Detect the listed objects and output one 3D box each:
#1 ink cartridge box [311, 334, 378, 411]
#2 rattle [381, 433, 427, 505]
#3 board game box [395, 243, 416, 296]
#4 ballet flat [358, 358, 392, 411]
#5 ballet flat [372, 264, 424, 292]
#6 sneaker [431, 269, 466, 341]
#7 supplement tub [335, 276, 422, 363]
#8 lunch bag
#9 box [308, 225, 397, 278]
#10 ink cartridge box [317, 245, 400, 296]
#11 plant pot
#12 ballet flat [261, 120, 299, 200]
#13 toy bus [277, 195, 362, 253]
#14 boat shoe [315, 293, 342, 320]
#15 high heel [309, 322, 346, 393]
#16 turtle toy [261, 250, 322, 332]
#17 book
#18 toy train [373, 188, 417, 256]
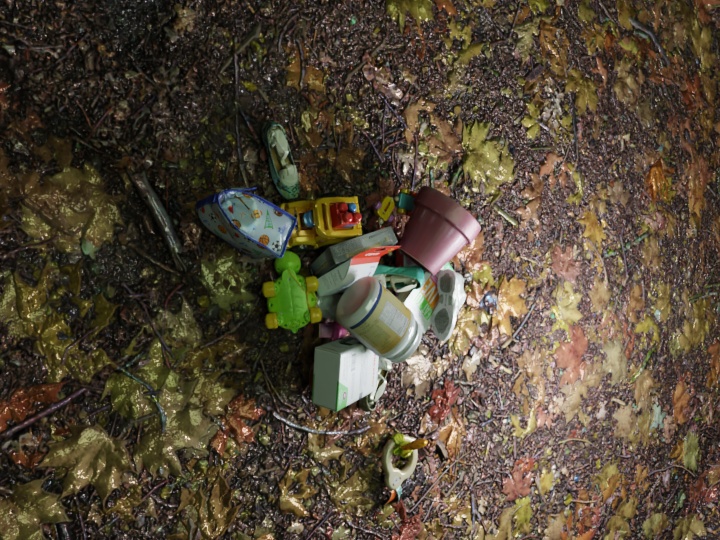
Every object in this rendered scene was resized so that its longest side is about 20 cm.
[{"bbox_3d":[-0.035,0.257,1.607,0.198,0.082,0.150,-10,106,-59],"label":"ink cartridge box"},{"bbox_3d":[0.131,0.570,1.742,0.129,0.140,0.205,30,69,-47],"label":"rattle"},{"bbox_3d":[0.173,0.024,1.812,0.150,0.040,0.206,1,90,-32],"label":"board game box"},{"bbox_3d":[0.051,0.293,1.719,0.067,0.075,0.205,23,78,-29],"label":"ballet flat"},{"bbox_3d":[0.080,0.025,1.692,0.194,0.068,0.072,-1,48,-4],"label":"ballet flat"},{"bbox_3d":[0.263,0.101,1.771,0.098,0.077,0.206,3,100,-47],"label":"sneaker"},{"bbox_3d":[0.049,0.127,1.563,0.199,0.143,0.146,41,71,-25],"label":"supplement tub"},{"bbox_3d":[-0.274,-0.121,1.452,0.197,0.169,0.127,28,73,-28],"label":"lunch bag"},{"bbox_3d":[-0.020,-0.041,1.619,0.197,0.158,0.049,-20,81,-31],"label":"box"},{"bbox_3d":[0.000,0.000,1.583,0.159,0.197,0.048,-7,72,-60],"label":"ink cartridge box"},{"bbox_3d":[0.200,-0.098,1.696,0.199,0.200,0.181,36,89,-27],"label":"plant pot"},{"bbox_3d":[-0.195,-0.274,1.560,0.073,0.074,0.204,-28,105,-28],"label":"ballet flat"},{"bbox_3d":[-0.089,-0.125,1.550,0.196,0.191,0.140,-5,86,-30],"label":"toy bus"},{"bbox_3d":[-0.033,0.110,1.657,0.199,0.085,0.076,25,78,-30],"label":"boat shoe"},{"bbox_3d":[-0.082,0.240,1.645,0.094,0.067,0.206,8,78,-30],"label":"high heel"},{"bbox_3d":[-0.174,0.054,1.557,0.142,0.101,0.206,-6,93,-7],"label":"turtle toy"},{"bbox_3d":[0.196,0.061,1.782,0.201,0.048,0.134,-51,121,-21],"label":"book"},{"bbox_3d":[0.093,-0.142,1.752,0.198,0.055,0.153,-34,112,-29],"label":"toy train"}]
